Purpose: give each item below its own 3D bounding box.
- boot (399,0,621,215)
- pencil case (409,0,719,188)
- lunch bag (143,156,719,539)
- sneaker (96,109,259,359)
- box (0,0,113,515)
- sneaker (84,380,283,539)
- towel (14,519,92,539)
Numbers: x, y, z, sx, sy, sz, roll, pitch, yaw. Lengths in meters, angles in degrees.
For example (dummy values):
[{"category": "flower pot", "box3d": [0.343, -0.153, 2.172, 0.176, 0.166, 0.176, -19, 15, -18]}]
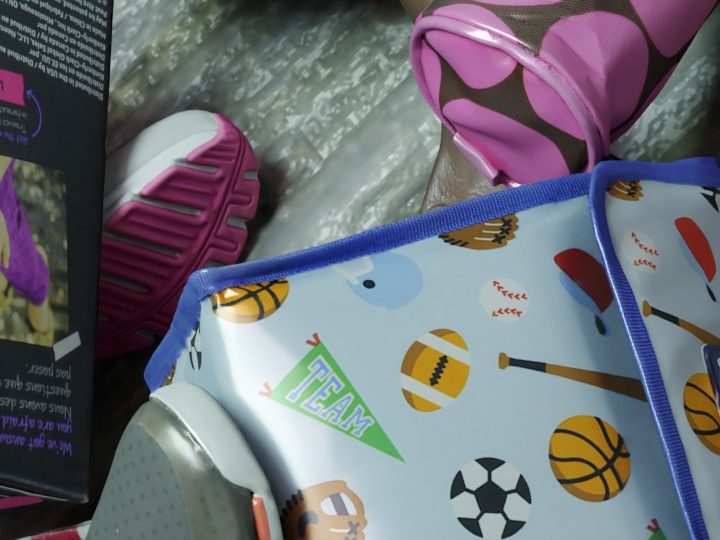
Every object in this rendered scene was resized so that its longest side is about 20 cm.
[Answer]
[{"category": "boot", "box3d": [0.000, 0.000, 0.956, 0.200, 0.064, 0.187, -42, 56, 14]}, {"category": "pencil case", "box3d": [0.093, -0.110, 0.888, 0.091, 0.094, 0.200, 42, 61, -3]}, {"category": "lunch bag", "box3d": [0.057, 0.064, 0.818, 0.199, 0.124, 0.170, -13, 75, -19]}, {"category": "sneaker", "box3d": [-0.129, -0.002, 1.017, 0.200, 0.081, 0.088, -38, 57, 10]}, {"category": "box", "box3d": [-0.167, -0.017, 0.937, 0.122, 0.106, 0.201, -11, 69, 35]}, {"category": "sneaker", "box3d": [-0.076, 0.128, 0.770, 0.077, 0.082, 0.201, 39, 125, 48]}, {"category": "towel", "box3d": [-0.076, 0.155, 0.926, 0.200, 0.023, 0.144, -16, 85, 24]}]
